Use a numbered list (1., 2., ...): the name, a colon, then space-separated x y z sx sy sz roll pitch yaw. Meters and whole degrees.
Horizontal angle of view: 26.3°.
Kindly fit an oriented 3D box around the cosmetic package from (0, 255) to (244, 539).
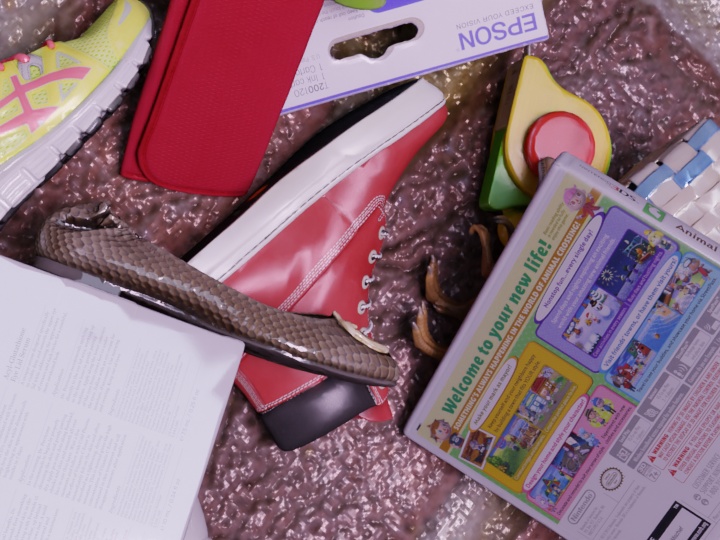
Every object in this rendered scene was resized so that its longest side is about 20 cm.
1. cosmetic package: -0.157 0.105 0.725 0.149 0.052 0.202 22 73 -14

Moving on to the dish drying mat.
1. dish drying mat: -0.066 -0.115 0.795 0.076 0.201 0.018 7 44 -20

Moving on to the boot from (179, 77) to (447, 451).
1. boot: 0.000 0.000 0.864 0.200 0.072 0.145 -43 101 -11

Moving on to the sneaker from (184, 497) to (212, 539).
1. sneaker: -0.172 0.145 0.788 0.198 0.075 0.101 -13 82 -30

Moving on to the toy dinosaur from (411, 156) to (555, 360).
1. toy dinosaur: 0.085 0.037 0.885 0.105 0.060 0.202 8 112 10

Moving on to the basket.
1. basket: 0.218 0.022 0.894 0.200 0.176 0.139 43 82 4

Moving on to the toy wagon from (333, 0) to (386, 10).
1. toy wagon: -0.001 -0.212 0.777 0.198 0.040 0.157 6 117 -10

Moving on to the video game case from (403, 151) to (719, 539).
1. video game case: 0.139 0.063 0.828 0.181 0.201 0.022 32 33 7

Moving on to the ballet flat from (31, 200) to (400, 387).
1. ballet flat: -0.069 0.012 0.785 0.198 0.067 0.047 21 81 -9

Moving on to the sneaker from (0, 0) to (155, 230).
1. sneaker: -0.188 -0.082 0.794 0.090 0.078 0.200 45 72 -9

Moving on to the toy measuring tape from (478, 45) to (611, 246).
1. toy measuring tape: 0.122 -0.108 0.913 0.073 0.073 0.202 14 87 -19

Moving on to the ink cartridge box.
1. ink cartridge box: -0.012 -0.196 0.830 0.196 0.044 0.202 -15 117 1
